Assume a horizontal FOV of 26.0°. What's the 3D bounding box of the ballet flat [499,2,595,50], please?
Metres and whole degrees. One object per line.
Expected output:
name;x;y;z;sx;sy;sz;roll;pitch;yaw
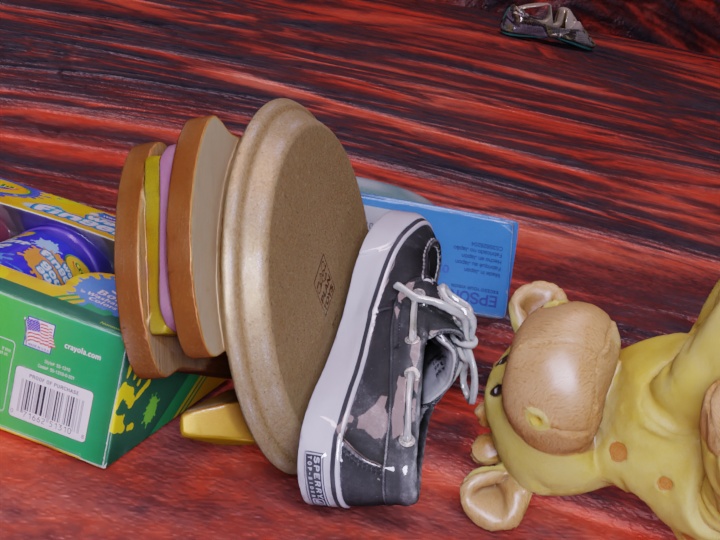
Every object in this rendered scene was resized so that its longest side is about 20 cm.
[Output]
ballet flat;0.347;-0.445;2.817;0.198;0.073;0.072;7;17;-24

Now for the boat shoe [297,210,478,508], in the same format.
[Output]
boat shoe;0.025;0.039;0.780;0.067;0.074;0.200;3;33;14

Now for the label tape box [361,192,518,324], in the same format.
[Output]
label tape box;0.000;0.000;1.004;0.143;0.064;0.200;10;-9;-13

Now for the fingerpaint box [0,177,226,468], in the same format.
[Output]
fingerpaint box;-0.178;0.014;0.823;0.198;0.074;0.167;18;17;14

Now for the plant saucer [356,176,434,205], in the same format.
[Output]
plant saucer;-0.029;-0.040;1.070;0.198;0.028;0.200;7;-9;1

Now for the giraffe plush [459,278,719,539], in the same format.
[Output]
giraffe plush;0.134;0.063;0.756;0.161;0.202;0.173;13;40;17

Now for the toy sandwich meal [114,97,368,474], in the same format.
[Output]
toy sandwich meal;-0.052;0.009;0.780;0.070;0.208;0.205;-2;11;18
